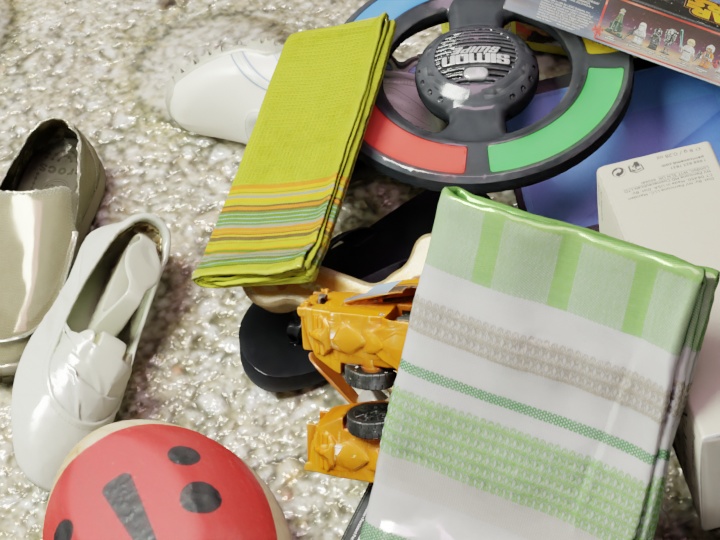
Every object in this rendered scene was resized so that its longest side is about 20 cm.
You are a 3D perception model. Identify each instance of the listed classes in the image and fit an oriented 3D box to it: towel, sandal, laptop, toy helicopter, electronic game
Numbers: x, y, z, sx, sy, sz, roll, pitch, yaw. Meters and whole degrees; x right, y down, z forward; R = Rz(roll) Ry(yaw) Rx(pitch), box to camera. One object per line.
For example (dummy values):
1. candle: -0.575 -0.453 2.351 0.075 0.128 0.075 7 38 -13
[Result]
1. towel: -0.039 -0.075 1.040 0.086 0.018 0.201 -4 53 30
2. sandal: 0.000 -0.001 1.068 0.200 0.043 0.076 -38 54 -22
3. laptop: 0.188 -0.054 1.038 0.176 0.104 0.200 -13 22 -1
4. toy helicopter: 0.011 0.037 0.988 0.199 0.079 0.133 22 90 27
5. towel: 0.082 0.074 0.839 0.148 0.202 0.031 17 17 19
6. electronic game: 0.074 -0.125 1.083 0.198 0.042 0.201 -3 50 4

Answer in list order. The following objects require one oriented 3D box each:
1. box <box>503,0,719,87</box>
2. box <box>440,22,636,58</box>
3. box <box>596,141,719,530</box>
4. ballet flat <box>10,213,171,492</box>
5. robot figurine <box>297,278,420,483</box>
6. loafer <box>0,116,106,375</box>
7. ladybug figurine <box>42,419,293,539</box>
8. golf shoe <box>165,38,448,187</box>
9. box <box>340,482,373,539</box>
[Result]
1. box: 0.203 -0.178 1.093 0.199 0.040 0.137 21 37 7
2. box: 0.159 -0.190 1.203 0.199 0.050 0.076 14 53 21
3. box: 0.182 0.030 0.898 0.068 0.083 0.201 -12 44 0
4. ballet flat: -0.160 0.039 1.036 0.069 0.070 0.201 3 47 12
5. robot figurine: 0.066 0.066 0.897 0.198 0.146 0.058 5 20 19
6. loafer: -0.218 -0.021 1.106 0.075 0.069 0.201 -1 49 9
7. ladybug figurine: -0.109 0.149 0.919 0.135 0.072 0.200 -35 43 -10
8. golf shoe: -0.040 -0.098 1.143 0.198 0.079 0.098 0 55 11
9. box: 0.055 0.218 0.867 0.192 0.048 0.201 15 52 18
